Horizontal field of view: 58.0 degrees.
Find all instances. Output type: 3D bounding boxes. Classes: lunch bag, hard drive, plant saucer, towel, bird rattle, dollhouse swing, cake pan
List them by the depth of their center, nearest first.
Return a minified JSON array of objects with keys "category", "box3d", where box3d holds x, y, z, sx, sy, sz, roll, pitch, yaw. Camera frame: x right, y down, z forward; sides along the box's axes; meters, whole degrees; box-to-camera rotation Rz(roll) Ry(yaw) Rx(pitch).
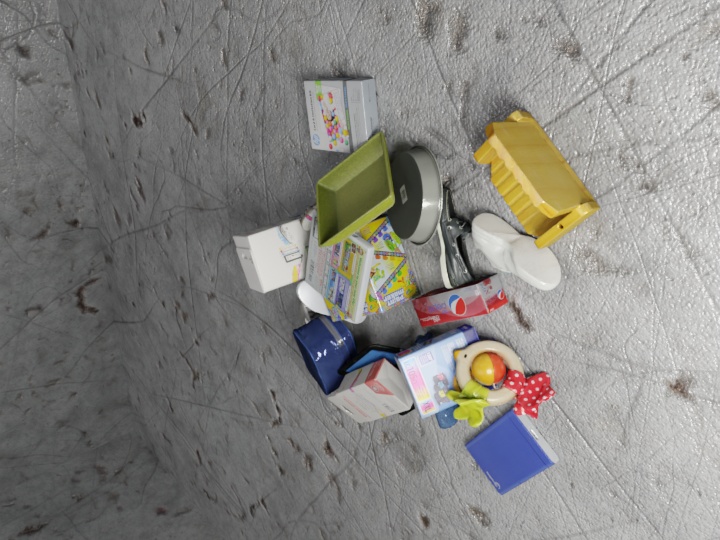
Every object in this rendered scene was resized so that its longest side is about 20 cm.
[{"category":"dollhouse swing","box3d":[0.251,-0.133,1.051,0.200,0.176,0.182,57,143,11]},{"category":"bird rattle","box3d":[0.258,0.207,1.238,0.113,0.200,0.163,68,-172,-62]},{"category":"cake pan","box3d":[0.101,-0.148,1.288,0.200,0.037,0.200,177,90,-69]},{"category":"plant saucer","box3d":[-0.004,-0.157,1.331,0.200,0.048,0.200,-34,42,29]},{"category":"hard drive","box3d":[0.314,0.383,1.372,0.132,0.025,0.200,53,142,18]},{"category":"towel","box3d":[0.168,0.237,1.417,0.049,0.112,0.200,-17,93,12]},{"category":"lunch bag","box3d":[-0.072,0.211,1.661,0.136,0.132,0.200,46,159,44]}]

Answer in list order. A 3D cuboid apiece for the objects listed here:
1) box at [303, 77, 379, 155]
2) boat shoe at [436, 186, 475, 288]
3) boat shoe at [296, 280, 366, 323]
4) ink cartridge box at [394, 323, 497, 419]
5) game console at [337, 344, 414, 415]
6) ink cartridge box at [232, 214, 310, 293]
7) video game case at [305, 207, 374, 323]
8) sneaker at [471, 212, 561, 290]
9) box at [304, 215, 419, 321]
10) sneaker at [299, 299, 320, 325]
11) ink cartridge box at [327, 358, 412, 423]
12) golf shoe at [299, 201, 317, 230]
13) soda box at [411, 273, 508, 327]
[{"category":"box","box3d":[-0.042,-0.340,1.425,0.200,0.041,0.156,19,122,47]},{"category":"boat shoe","box3d":[0.188,-0.067,1.259,0.066,0.074,0.200,-5,89,25]},{"category":"boat shoe","box3d":[-0.079,0.075,1.591,0.068,0.200,0.072,10,80,59]},{"category":"ink cartridge box","box3d":[0.186,0.197,1.327,0.076,0.200,0.137,-176,63,-84]},{"category":"game console","box3d":[0.067,0.264,1.545,0.176,0.116,0.200,59,144,12]},{"category":"ink cartridge box","box3d":[-0.188,-0.047,1.607,0.147,0.200,0.145,7,115,66]},{"category":"video game case","box3d":[-0.050,-0.011,1.421,0.182,0.022,0.200,37,133,33]},{"category":"sneaker","box3d":[0.279,-0.020,1.177,0.200,0.075,0.089,47,152,35]},{"category":"box","box3d":[0.000,0.000,1.483,0.200,0.122,0.193,-15,96,53]},{"category":"sneaker","box3d":[-0.121,0.154,1.780,0.082,0.075,0.200,6,107,66]},{"category":"ink cartridge box","box3d":[0.025,0.288,1.530,0.116,0.068,0.200,42,139,-16]},{"category":"golf shoe","box3d":[-0.055,-0.130,1.483,0.200,0.073,0.092,-28,87,32]},{"category":"soda box","box3d":[0.196,0.063,1.312,0.200,0.070,0.063,-20,93,54]}]
